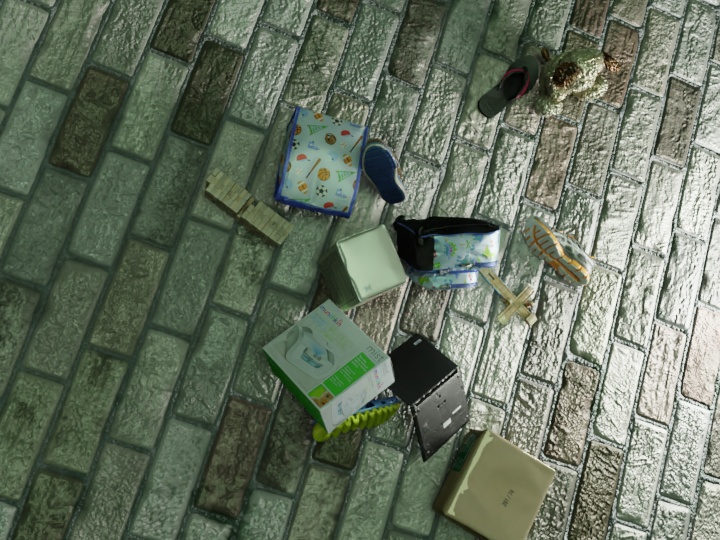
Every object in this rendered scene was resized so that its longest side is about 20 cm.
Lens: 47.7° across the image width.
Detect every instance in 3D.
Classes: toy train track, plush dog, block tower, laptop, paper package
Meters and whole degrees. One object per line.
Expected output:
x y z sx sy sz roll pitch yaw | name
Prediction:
0.325 0.043 1.827 0.115 0.033 0.200 -44 92 -18 | toy train track
0.493 -0.462 1.881 0.199 0.172 0.161 -23 95 -18 | plush dog
-0.236 -0.126 1.698 0.200 0.058 0.054 37 73 -4 | block tower
0.128 0.263 1.711 0.177 0.103 0.201 -31 115 -42 | laptop
0.276 0.460 1.704 0.190 0.103 0.200 33 75 -7 | paper package

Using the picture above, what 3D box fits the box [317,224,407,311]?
0.000 0.000 1.661 0.109 0.200 0.128 -21 87 -17 | box

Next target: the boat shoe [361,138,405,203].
0.046 -0.223 1.734 0.072 0.200 0.073 -9 59 10 | boat shoe

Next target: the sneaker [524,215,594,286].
0.455 -0.054 1.864 0.200 0.078 0.077 45 59 -7 | sneaker

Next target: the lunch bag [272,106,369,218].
-0.087 -0.216 1.719 0.169 0.124 0.201 12 69 -12 | lunch bag

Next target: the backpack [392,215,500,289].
0.190 -0.040 1.735 0.199 0.183 0.148 -6 105 -17 | backpack

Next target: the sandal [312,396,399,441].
-0.013 0.283 1.675 0.199 0.080 0.087 -7 56 -24 | sandal

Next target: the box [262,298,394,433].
-0.062 0.188 1.620 0.176 0.097 0.200 -35 54 -17 | box

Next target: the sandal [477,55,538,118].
0.357 -0.434 1.915 0.075 0.045 0.200 46 73 -3 | sandal
